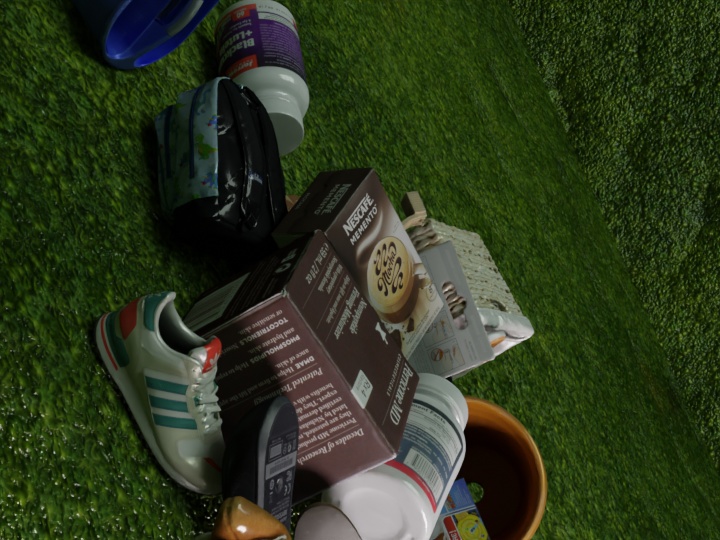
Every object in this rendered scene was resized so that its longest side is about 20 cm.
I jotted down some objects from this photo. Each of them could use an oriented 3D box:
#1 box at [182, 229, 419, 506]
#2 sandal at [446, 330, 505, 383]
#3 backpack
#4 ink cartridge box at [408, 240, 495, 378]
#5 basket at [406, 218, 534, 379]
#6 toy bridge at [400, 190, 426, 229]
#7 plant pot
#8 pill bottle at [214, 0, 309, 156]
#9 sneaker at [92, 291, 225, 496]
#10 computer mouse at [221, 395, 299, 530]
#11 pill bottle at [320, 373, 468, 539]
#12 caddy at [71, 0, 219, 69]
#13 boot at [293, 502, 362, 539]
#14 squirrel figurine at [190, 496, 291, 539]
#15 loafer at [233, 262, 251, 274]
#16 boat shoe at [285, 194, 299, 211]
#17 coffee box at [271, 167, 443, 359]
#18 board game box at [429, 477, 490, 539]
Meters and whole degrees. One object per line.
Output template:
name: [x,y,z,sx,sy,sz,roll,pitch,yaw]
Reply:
box: [-0.069,0.100,1.339,0.200,0.164,0.166,56,22,-15]
sandal: [0.095,0.142,1.605,0.079,0.206,0.059,-2,62,-60]
backpack: [-0.153,-0.115,1.476,0.163,0.153,0.201,23,64,-52]
ink cartridge box: [0.047,0.076,1.584,0.050,0.199,0.163,47,22,-65]
basket: [0.082,0.053,1.699,0.198,0.200,0.161,13,50,-63]
toy bridge: [-0.011,-0.050,1.567,0.199,0.027,0.067,-9,61,-27]
plant pot: [0.126,0.259,1.585,0.183,0.200,0.201,47,20,-72]
pill bottle: [-0.125,-0.243,1.709,0.111,0.111,0.200,39,30,-45]
sneaker: [-0.158,0.110,1.221,0.200,0.093,0.070,60,21,-4]
computer mouse: [-0.101,0.211,1.223,0.138,0.053,0.201,4,93,-69]
pill bottle: [0.045,0.200,1.413,0.120,0.119,0.200,56,32,-14]
caddy: [-0.220,-0.311,1.478,0.105,0.200,0.141,49,16,17]
boot: [-0.020,0.299,1.328,0.076,0.073,0.200,-103,174,-62]
squirrel figurine: [-0.096,0.314,1.065,0.200,0.141,0.187,40,36,-38]
loafer: [-0.088,0.027,1.515,0.073,0.072,0.201,16,49,-60]
boat shoe: [-0.063,-0.006,1.579,0.072,0.076,0.201,-17,78,-31]
coffee box: [0.000,0.000,1.466,0.113,0.080,0.200,-55,129,-35]
board game box: [0.082,0.326,1.408,0.035,0.135,0.200,89,-17,-50]
